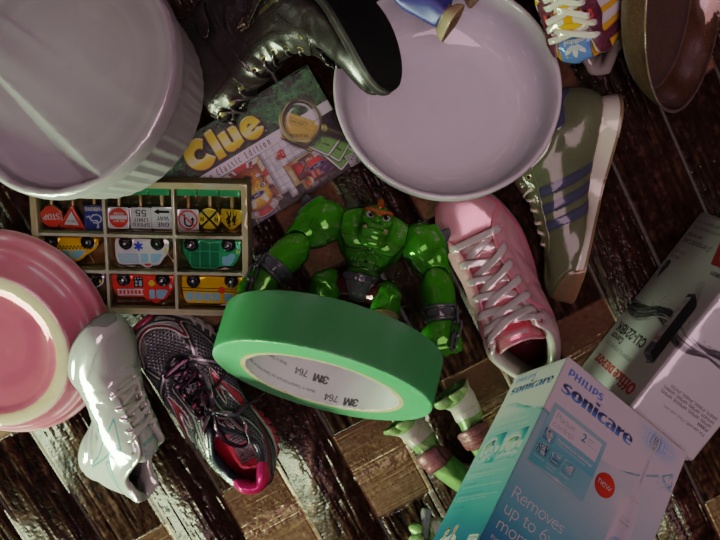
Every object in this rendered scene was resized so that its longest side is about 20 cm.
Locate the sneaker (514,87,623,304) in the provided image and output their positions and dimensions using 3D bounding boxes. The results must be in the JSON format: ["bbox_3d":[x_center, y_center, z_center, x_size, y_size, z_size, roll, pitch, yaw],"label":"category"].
[{"bbox_3d":[0.180,-0.075,0.921,0.089,0.067,0.201,11,101,1],"label":"sneaker"}]

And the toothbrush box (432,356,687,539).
[{"bbox_3d":[0.167,0.199,0.825,0.146,0.085,0.200,39,60,-9],"label":"toothbrush box"}]

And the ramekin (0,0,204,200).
[{"bbox_3d":[-0.225,-0.151,0.820,0.201,0.094,0.203,-2,83,16],"label":"ramekin"}]

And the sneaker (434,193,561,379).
[{"bbox_3d":[0.132,0.016,0.909,0.075,0.105,0.201,-25,103,11],"label":"sneaker"}]

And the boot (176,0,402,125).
[{"bbox_3d":[-0.071,-0.183,0.831,0.174,0.069,0.200,-44,77,36],"label":"boot"}]

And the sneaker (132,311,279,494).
[{"bbox_3d":[-0.142,0.122,0.925,0.081,0.075,0.200,-37,101,4],"label":"sneaker"}]

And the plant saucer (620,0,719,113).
[{"bbox_3d":[0.271,-0.240,0.851,0.034,0.200,0.201,12,104,33],"label":"plant saucer"}]

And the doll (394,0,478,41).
[{"bbox_3d":[0.011,-0.282,0.842,0.200,0.048,0.137,39,81,6],"label":"doll"}]

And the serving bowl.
[{"bbox_3d":[0.075,-0.154,0.877,0.199,0.066,0.201,0,81,-1],"label":"serving bowl"}]

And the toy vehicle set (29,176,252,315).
[{"bbox_3d":[-0.198,-0.023,0.895,0.199,0.027,0.125,1,106,3],"label":"toy vehicle set"}]

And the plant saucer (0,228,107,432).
[{"bbox_3d":[-0.330,0.064,0.890,0.199,0.051,0.202,1,111,4],"label":"plant saucer"}]

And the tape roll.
[{"bbox_3d":[-0.029,0.079,0.865,0.200,0.200,0.048,19,69,-8],"label":"tape roll"}]

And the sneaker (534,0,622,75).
[{"bbox_3d":[0.177,-0.221,0.802,0.075,0.200,0.091,4,87,35],"label":"sneaker"}]

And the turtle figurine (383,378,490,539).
[{"bbox_3d":[0.102,0.217,0.919,0.200,0.144,0.194,-33,89,-28],"label":"turtle figurine"}]

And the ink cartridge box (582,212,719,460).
[{"bbox_3d":[0.314,0.057,0.915,0.084,0.144,0.200,34,96,-9],"label":"ink cartridge box"}]

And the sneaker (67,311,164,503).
[{"bbox_3d":[-0.212,0.126,0.888,0.080,0.070,0.201,27,131,31],"label":"sneaker"}]

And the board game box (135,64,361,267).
[{"bbox_3d":[-0.109,-0.095,0.910,0.199,0.023,0.105,-31,100,2],"label":"board game box"}]

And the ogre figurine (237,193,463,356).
[{"bbox_3d":[0.000,0.000,0.886,0.199,0.098,0.120,8,74,17],"label":"ogre figurine"}]
